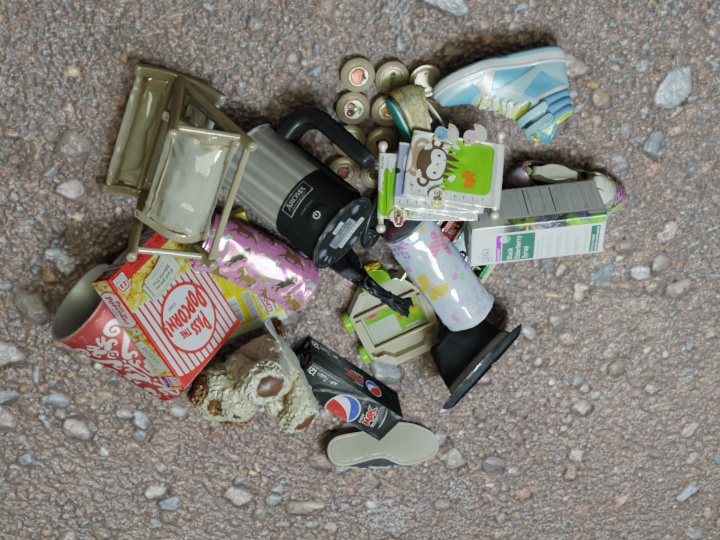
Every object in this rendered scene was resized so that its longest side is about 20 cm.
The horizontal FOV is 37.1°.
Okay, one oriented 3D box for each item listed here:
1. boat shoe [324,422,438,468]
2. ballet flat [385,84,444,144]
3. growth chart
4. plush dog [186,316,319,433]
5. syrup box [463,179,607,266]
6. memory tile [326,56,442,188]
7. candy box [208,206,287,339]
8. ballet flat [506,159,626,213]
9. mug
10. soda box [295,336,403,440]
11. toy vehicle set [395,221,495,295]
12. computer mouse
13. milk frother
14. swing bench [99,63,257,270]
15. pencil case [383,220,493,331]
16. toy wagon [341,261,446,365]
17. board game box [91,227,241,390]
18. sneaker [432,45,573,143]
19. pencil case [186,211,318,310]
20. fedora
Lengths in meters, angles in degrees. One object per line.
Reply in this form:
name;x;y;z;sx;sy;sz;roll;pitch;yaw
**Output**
boat shoe;0.034;0.304;1.848;0.198;0.073;0.063;-3;164;-15
ballet flat;0.097;-0.179;1.546;0.070;0.071;0.201;-22;122;3
growth chart;0.112;-0.132;1.504;0.198;0.018;0.146;-5;94;-14
plush dog;-0.179;0.171;1.639;0.171;0.161;0.200;-25;148;8
syrup box;0.252;-0.069;1.574;0.198;0.082;0.079;-7;136;-1
memory tile;0.034;-0.210;1.560;0.152;0.017;0.201;3;119;-12
candy box;-0.191;0.006;1.639;0.102;0.026;0.201;-20;122;-2
ballet flat;0.321;-0.129;1.622;0.198;0.070;0.071;9;160;-12
mug;-0.326;0.087;1.604;0.177;0.134;0.200;-40;122;15
soda box;-0.025;0.195;1.753;0.199;0.071;0.063;34;113;-25
toy vehicle set;0.158;-0.042;1.650;0.124;0.027;0.201;30;99;-23
computer mouse;0.000;0.000;1.598;0.140;0.200;0.046;33;89;-45
milk frother;-0.065;-0.109;1.530;0.181;0.188;0.200;-46;160;-13
swing bench;-0.252;-0.141;1.453;0.129;0.200;0.200;6;121;-30
pencil case;0.118;-0.004;1.589;0.083;0.091;0.200;-15;124;41
toy wagon;0.048;0.060;1.707;0.154;0.040;0.201;-25;120;4
board game box;-0.278;0.049;1.565;0.046;0.152;0.201;-9;122;41
sneaker;0.208;-0.231;1.509;0.198;0.080;0.132;-15;84;-3
pencil case;-0.155;-0.010;1.576;0.199;0.083;0.086;25;137;-25
fedora;0.168;0.128;1.705;0.092;0.200;0.201;42;109;10
